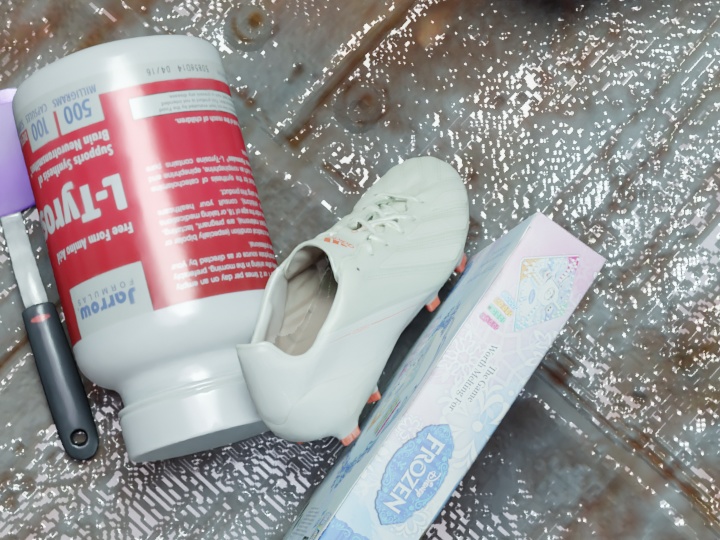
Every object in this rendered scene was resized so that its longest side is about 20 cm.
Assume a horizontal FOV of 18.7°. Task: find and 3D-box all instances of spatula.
[{"bbox_3d":[-0.175,0.005,1.155,0.056,0.021,0.200,-17,82,-5],"label":"spatula"}]

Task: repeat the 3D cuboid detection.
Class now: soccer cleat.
[{"bbox_3d":[0.000,0.000,1.093,0.069,0.078,0.200,-5,40,34],"label":"soccer cleat"}]

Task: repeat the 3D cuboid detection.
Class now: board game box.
[{"bbox_3d":[0.030,0.075,1.055,0.043,0.200,0.199,34,82,-2],"label":"board game box"}]

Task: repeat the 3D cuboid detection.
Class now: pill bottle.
[{"bbox_3d":[-0.101,-0.009,1.112,0.112,0.112,0.200,-15,81,-3],"label":"pill bottle"}]
